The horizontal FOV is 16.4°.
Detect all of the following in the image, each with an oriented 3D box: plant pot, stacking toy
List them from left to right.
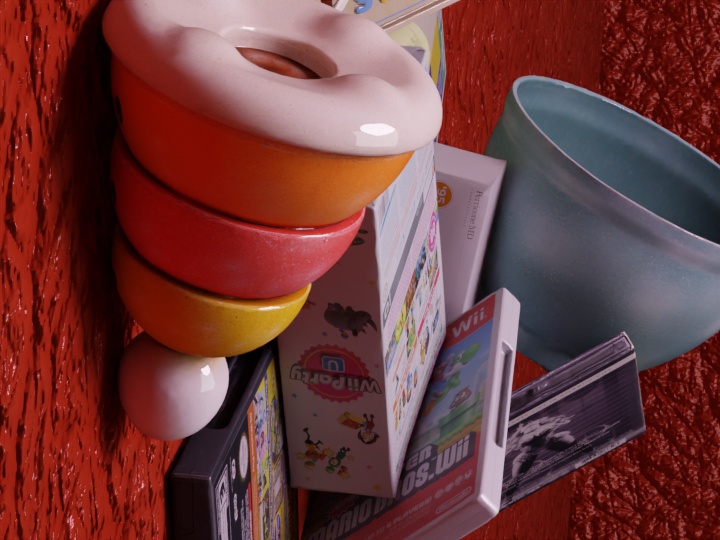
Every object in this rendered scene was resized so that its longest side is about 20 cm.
[{"bbox_3d":[-0.060,-0.013,1.053,0.146,0.146,0.201,-60,171,-67],"label":"stacking toy"},{"bbox_3d":[0.149,-0.011,1.554,0.134,0.200,0.200,-60,178,19],"label":"plant pot"}]

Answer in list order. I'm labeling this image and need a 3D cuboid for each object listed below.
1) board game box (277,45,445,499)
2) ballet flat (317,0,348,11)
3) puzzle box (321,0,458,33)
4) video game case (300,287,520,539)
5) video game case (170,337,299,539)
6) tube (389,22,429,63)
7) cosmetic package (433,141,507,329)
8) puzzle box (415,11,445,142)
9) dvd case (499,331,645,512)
[{"bbox_3d":[0.000,0.000,1.349,0.148,0.064,0.201,-70,160,-50],"label":"board game box"},{"bbox_3d":[-0.027,-0.168,1.242,0.068,0.062,0.201,113,-8,-55],"label":"ballet flat"},{"bbox_3d":[0.054,-0.217,1.438,0.200,0.025,0.133,-28,136,-25],"label":"puzzle box"},{"bbox_3d":[0.026,0.104,1.400,0.017,0.143,0.200,45,27,-20],"label":"video game case"},{"bbox_3d":[-0.064,0.148,1.312,0.181,0.025,0.201,-66,158,-61],"label":"video game case"},{"bbox_3d":[-0.010,-0.097,1.451,0.058,0.052,0.200,52,29,-10],"label":"tube"},{"bbox_3d":[0.027,0.022,1.508,0.051,0.082,0.201,-60,162,-66],"label":"cosmetic package"},{"bbox_3d":[0.032,-0.151,1.651,0.200,0.025,0.133,82,12,-51],"label":"puzzle box"},{"bbox_3d":[0.104,0.104,1.524,0.016,0.148,0.200,61,-1,19],"label":"dvd case"}]
